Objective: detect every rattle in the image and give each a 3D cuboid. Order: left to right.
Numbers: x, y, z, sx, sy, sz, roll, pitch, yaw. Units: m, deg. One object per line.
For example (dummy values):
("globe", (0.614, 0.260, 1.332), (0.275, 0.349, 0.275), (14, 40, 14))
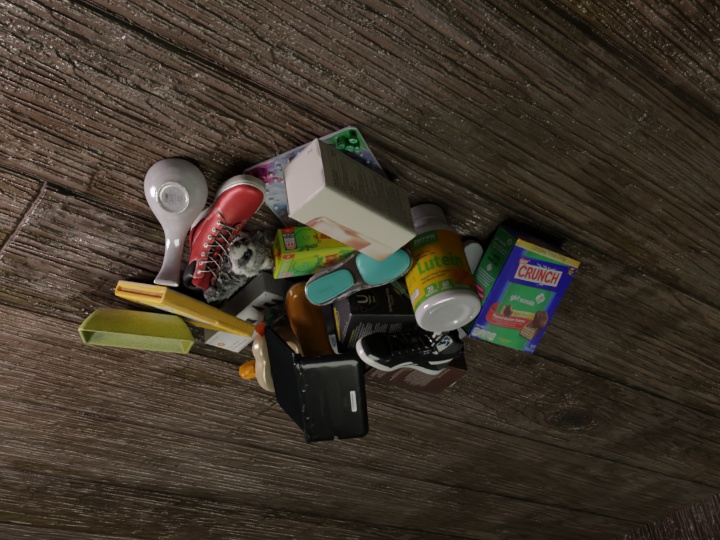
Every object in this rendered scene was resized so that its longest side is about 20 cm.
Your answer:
("rattle", (-0.195, 0.135, 1.640), (0.130, 0.142, 0.201), (-46, 138, -14))

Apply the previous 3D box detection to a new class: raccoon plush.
("raccoon plush", (-0.216, -0.005, 1.509), (0.132, 0.098, 0.200), (-19, 172, -6))

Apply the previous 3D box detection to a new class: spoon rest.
("spoon rest", (-0.294, -0.079, 1.343), (0.098, 0.061, 0.202), (9, 112, -5))

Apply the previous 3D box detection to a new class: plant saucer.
("plant saucer", (-0.406, 0.109, 1.567), (0.197, 0.049, 0.200), (7, 167, -14))

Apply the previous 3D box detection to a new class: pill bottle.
("pill bottle", (0.126, -0.009, 1.446), (0.110, 0.202, 0.112), (-9, 147, -6))

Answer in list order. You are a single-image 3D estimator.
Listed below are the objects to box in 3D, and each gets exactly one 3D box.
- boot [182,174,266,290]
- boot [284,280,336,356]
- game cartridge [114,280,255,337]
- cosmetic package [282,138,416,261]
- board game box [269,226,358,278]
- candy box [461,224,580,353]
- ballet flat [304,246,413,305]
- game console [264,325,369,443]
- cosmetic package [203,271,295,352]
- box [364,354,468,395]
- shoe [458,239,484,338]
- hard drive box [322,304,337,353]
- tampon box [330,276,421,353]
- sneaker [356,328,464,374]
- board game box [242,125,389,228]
("boot", (-0.215, -0.050, 1.341), (0.072, 0.146, 0.200), (24, 141, -26))
("boot", (-0.074, 0.128, 1.567), (0.070, 0.144, 0.203), (-24, 137, -17))
("game cartridge", (-0.313, 0.070, 1.528), (0.199, 0.033, 0.175), (30, 164, -39))
("cosmetic package", (-0.016, -0.105, 1.327), (0.199, 0.104, 0.087), (27, 130, -38))
("board game box", (-0.048, -0.038, 1.461), (0.197, 0.048, 0.102), (-7, 158, -17))
("candy box", (0.289, 0.037, 1.587), (0.168, 0.077, 0.202), (16, 105, -31))
("ballet flat", (0.000, 0.000, 1.451), (0.198, 0.073, 0.072), (-21, 143, 18))
("game console", (-0.078, 0.199, 1.540), (0.173, 0.117, 0.202), (-5, 127, 0))
("cosmetic package", (-0.210, 0.083, 1.630), (0.082, 0.051, 0.200), (22, 134, -35))
("box", (0.104, 0.174, 1.680), (0.198, 0.076, 0.100), (20, 134, -33))
("shoe", (0.174, 0.025, 1.625), (0.071, 0.091, 0.203), (-6, 117, -26))
("hard drive box", (0.025, 0.127, 1.723), (0.197, 0.078, 0.157), (-8, 144, -1))
("tampon box", (0.054, 0.056, 1.567), (0.197, 0.151, 0.127), (1, 142, -14))
("sneaker", (0.095, 0.118, 1.481), (0.198, 0.074, 0.112), (11, 135, -38))
("board game box", (-0.059, -0.130, 1.392), (0.198, 0.026, 0.200), (-19, 143, 14))
